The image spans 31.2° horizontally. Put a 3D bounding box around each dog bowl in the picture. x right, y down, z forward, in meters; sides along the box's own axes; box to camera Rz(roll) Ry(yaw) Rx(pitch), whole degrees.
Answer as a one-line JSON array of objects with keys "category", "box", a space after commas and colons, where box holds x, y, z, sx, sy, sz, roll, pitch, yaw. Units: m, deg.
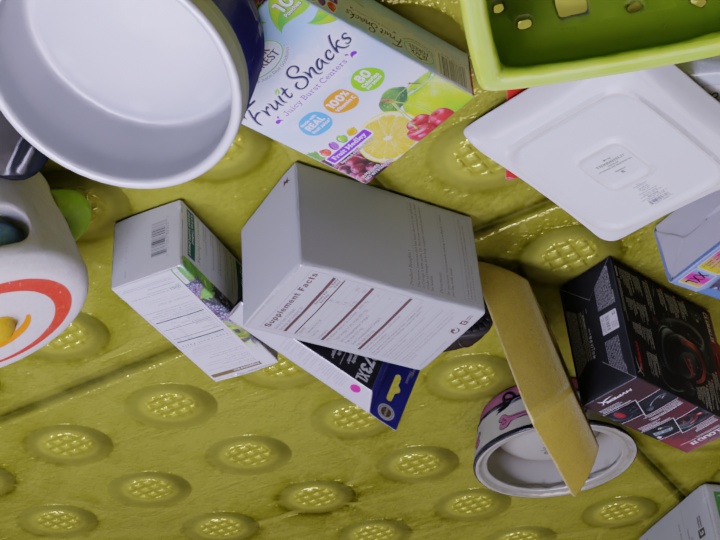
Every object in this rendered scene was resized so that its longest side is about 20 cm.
[{"category": "dog bowl", "box": [0.232, 0.203, 1.578, 0.199, 0.074, 0.201, -4, 145, -3]}, {"category": "dog bowl", "box": [-0.174, -0.162, 0.954, 0.199, 0.079, 0.201, 8, 134, 8]}]

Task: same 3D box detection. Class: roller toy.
[{"category": "roller toy", "box": [-0.338, 0.004, 1.124, 0.200, 0.140, 0.182, -37, 156, 17]}]

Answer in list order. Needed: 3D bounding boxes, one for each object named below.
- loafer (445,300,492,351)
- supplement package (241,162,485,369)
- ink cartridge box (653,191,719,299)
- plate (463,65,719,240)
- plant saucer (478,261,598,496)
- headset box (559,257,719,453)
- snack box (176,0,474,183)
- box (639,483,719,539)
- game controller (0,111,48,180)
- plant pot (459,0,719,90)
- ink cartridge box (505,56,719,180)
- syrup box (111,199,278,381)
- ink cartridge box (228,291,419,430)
[{"category": "loafer", "box": [0.039, 0.069, 1.362, 0.199, 0.073, 0.071, -1, 147, -3]}, {"category": "supplement package", "box": [0.000, 0.000, 1.222, 0.199, 0.117, 0.117, 16, 140, -26]}, {"category": "ink cartridge box", "box": [0.414, -0.025, 1.271, 0.199, 0.077, 0.136, 14, 141, -28]}, {"category": "plate", "box": [0.222, -0.101, 1.118, 0.200, 0.032, 0.199, 32, 141, -26]}, {"category": "plant saucer", "box": [0.188, 0.105, 1.330, 0.048, 0.201, 0.200, -24, 143, 9]}, {"category": "headset box", "box": [0.312, 0.095, 1.365, 0.199, 0.149, 0.075, 24, 136, -35]}, {"category": "snack box", "box": [-0.027, -0.159, 1.047, 0.199, 0.053, 0.142, 24, 135, -33]}, {"category": "box", "box": [0.531, 0.438, 1.837, 0.170, 0.200, 0.200, 7, 144, -17]}, {"category": "game controller", "box": [-0.333, -0.140, 1.028, 0.199, 0.042, 0.105, 19, 116, -29]}, {"category": "plant pot", "box": [0.150, -0.256, 0.816, 0.199, 0.182, 0.199, -9, 146, 6]}, {"category": "ink cartridge box", "box": [0.229, -0.126, 1.128, 0.199, 0.050, 0.163, -8, 145, 0]}, {"category": "syrup box", "box": [-0.159, 0.025, 1.273, 0.081, 0.079, 0.200, -18, 143, 18]}, {"category": "ink cartridge box", "box": [-0.026, 0.064, 1.264, 0.200, 0.095, 0.037, 36, 133, -9]}]
